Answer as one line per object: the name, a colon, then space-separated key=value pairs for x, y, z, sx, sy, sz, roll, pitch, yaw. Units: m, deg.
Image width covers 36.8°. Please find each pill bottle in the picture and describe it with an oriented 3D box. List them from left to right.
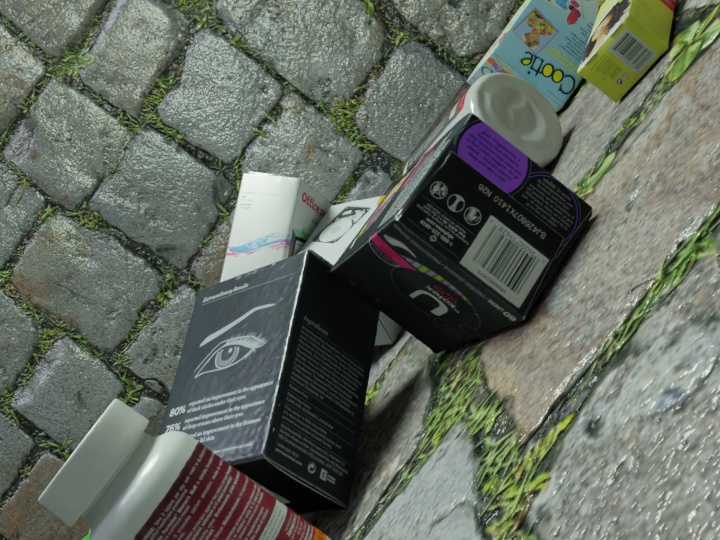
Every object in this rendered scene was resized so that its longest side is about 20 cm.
pill bottle: x=-0.125 y=0.188 z=0.788 sx=0.110 sy=0.200 sz=0.110 roll=-52 pitch=5 yaw=7
pill bottle: x=0.112 y=-0.104 z=1.128 sx=0.200 sy=0.111 sz=0.111 roll=-47 pitch=8 yaw=49

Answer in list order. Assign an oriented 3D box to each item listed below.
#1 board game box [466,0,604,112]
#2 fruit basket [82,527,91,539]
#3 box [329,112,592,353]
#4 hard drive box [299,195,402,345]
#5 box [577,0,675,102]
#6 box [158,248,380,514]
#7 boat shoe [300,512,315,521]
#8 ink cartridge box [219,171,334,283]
board game box: x=0.232 y=-0.282 z=1.275 sx=0.200 sy=0.105 sz=0.103 roll=-54 pitch=4 yaw=-15
fruit basket: x=-0.292 y=0.403 z=1.431 sx=0.216 sy=0.155 sz=0.217 roll=-2 pitch=-90 yaw=-76
box: x=0.071 y=-0.020 z=0.854 sx=0.106 sy=0.122 sz=0.200 roll=-54 pitch=5 yaw=-18
hard drive box: x=0.000 y=0.000 z=1.278 sx=0.155 sy=0.077 sz=0.200 roll=-9 pitch=35 yaw=36
box: x=0.259 y=-0.236 z=1.030 sx=0.075 sy=0.050 sz=0.200 roll=-50 pitch=6 yaw=34
box: x=-0.080 y=0.104 z=0.934 sx=0.147 sy=0.104 sz=0.201 roll=-18 pitch=47 yaw=38
boat shoe: x=-0.040 y=0.161 z=1.022 sx=0.074 sy=0.093 sz=0.201 roll=-14 pitch=52 yaw=26
ink cartridge box: x=-0.103 y=-0.006 z=1.361 sx=0.145 sy=0.084 sz=0.201 roll=37 pitch=-118 yaw=-65
